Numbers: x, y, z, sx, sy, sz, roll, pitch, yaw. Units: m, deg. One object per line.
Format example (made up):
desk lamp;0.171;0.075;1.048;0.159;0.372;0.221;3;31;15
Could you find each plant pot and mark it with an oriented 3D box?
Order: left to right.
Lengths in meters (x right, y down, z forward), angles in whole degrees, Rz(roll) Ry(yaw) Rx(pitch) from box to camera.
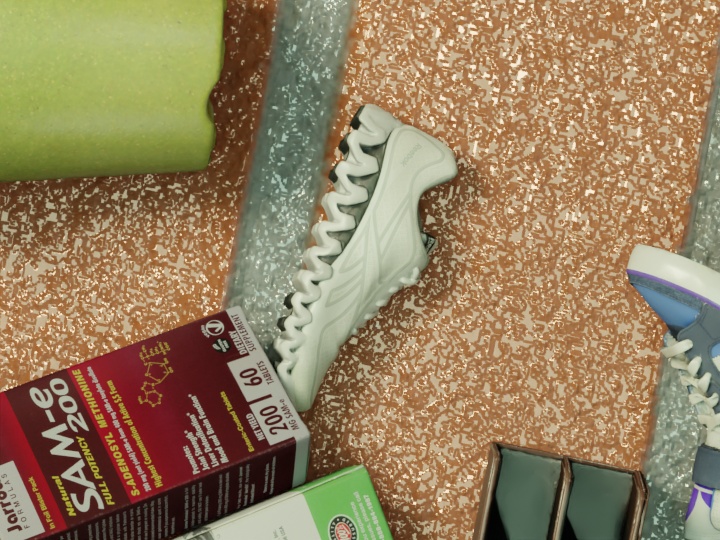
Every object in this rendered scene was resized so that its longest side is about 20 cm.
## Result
plant pot;-0.178;-0.133;1.389;0.183;0.200;0.202;4;91;-7

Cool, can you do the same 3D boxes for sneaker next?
sneaker;0.000;0.000;1.436;0.081;0.075;0.201;21;92;-6
sneaker;0.222;0.092;1.414;0.199;0.081;0.147;33;88;-3

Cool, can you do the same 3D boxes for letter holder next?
letter holder;0.109;0.217;1.392;0.100;0.142;0.201;11;91;3

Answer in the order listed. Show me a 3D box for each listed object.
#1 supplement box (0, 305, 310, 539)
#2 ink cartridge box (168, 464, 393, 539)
supplement box;-0.143;0.108;1.395;0.199;0.061;0.109;-21;59;-18
ink cartridge box;-0.070;0.224;1.402;0.199;0.084;0.147;-20;89;-17
